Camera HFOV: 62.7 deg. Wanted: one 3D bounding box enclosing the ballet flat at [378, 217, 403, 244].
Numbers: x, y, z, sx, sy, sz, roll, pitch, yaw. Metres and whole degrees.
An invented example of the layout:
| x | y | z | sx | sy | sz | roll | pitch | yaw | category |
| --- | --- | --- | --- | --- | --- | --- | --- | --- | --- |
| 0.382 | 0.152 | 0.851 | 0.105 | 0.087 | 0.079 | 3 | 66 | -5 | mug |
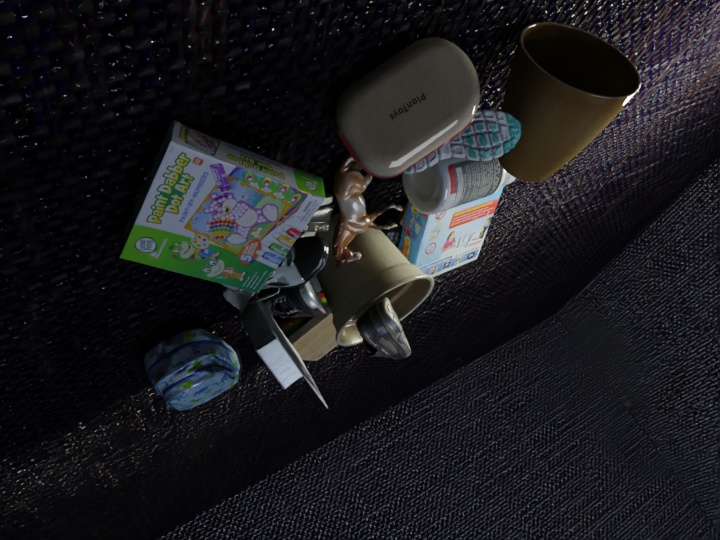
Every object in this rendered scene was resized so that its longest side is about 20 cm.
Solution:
| x | y | z | sx | sy | sz | roll | pitch | yaw | category |
| --- | --- | --- | --- | --- | --- | --- | --- | --- | --- |
| 0.011 | -0.022 | 1.176 | 0.200 | 0.057 | 0.067 | -44 | -163 | 22 | ballet flat |

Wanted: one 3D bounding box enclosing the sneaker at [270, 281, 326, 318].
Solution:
| x | y | z | sx | sy | sz | roll | pitch | yaw | category |
| --- | --- | --- | --- | --- | --- | --- | --- | --- | --- |
| -0.113 | 0.059 | 1.023 | 0.081 | 0.078 | 0.200 | -28 | 179 | -10 | sneaker |

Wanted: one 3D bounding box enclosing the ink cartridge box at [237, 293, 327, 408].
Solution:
| x | y | z | sx | sy | sz | roll | pitch | yaw | category |
| --- | --- | --- | --- | --- | --- | --- | --- | --- | --- |
| -0.142 | 0.142 | 1.031 | 0.043 | 0.200 | 0.175 | -33 | 119 | -7 | ink cartridge box |

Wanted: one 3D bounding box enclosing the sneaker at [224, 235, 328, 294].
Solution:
| x | y | z | sx | sy | sz | roll | pitch | yaw | category |
| --- | --- | --- | --- | --- | --- | --- | --- | --- | --- |
| -0.146 | -0.012 | 0.910 | 0.197 | 0.075 | 0.088 | -17 | 156 | 20 | sneaker |

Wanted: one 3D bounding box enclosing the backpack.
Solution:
| x | y | z | sx | sy | sz | roll | pitch | yaw | category |
| --- | --- | --- | --- | --- | --- | --- | --- | --- | --- |
| -0.310 | 0.181 | 1.085 | 0.161 | 0.155 | 0.201 | -23 | 145 | -8 | backpack |

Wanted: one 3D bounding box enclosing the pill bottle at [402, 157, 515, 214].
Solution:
| x | y | z | sx | sy | sz | roll | pitch | yaw | category |
| --- | --- | --- | --- | --- | --- | --- | --- | --- | --- |
| 0.180 | -0.175 | 1.031 | 0.198 | 0.115 | 0.114 | -19 | 155 | -32 | pill bottle |

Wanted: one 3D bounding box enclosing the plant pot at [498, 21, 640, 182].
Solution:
| x | y | z | sx | sy | sz | roll | pitch | yaw | category |
| --- | --- | --- | --- | --- | --- | --- | --- | --- | --- |
| 0.295 | -0.241 | 0.918 | 0.185 | 0.187 | 0.201 | -20 | 148 | -30 | plant pot |

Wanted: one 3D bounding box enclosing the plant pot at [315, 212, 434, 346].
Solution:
| x | y | z | sx | sy | sz | roll | pitch | yaw | category |
| --- | --- | --- | --- | --- | --- | --- | --- | --- | --- |
| 0.000 | 0.000 | 1.051 | 0.199 | 0.185 | 0.201 | -28 | 159 | -12 | plant pot |

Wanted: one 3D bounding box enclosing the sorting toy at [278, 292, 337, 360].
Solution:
| x | y | z | sx | sy | sz | roll | pitch | yaw | category |
| --- | --- | --- | --- | --- | --- | --- | --- | --- | --- |
| -0.085 | 0.116 | 1.337 | 0.199 | 0.070 | 0.198 | -38 | 158 | 13 | sorting toy |

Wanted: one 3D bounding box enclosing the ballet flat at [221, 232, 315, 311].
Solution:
| x | y | z | sx | sy | sz | roll | pitch | yaw | category |
| --- | --- | --- | --- | --- | --- | --- | --- | --- | --- |
| -0.143 | 0.000 | 1.002 | 0.199 | 0.070 | 0.069 | -36 | 159 | 6 | ballet flat |

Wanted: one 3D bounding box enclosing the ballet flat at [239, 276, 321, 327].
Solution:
| x | y | z | sx | sy | sz | roll | pitch | yaw | category |
| --- | --- | --- | --- | --- | --- | --- | --- | --- | --- |
| -0.147 | 0.045 | 1.141 | 0.199 | 0.046 | 0.068 | -35 | 126 | -11 | ballet flat |

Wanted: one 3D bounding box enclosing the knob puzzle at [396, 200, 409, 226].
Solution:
| x | y | z | sx | sy | sz | roll | pitch | yaw | category |
| --- | --- | --- | --- | --- | --- | --- | --- | --- | --- |
| 0.152 | -0.124 | 1.219 | 0.218 | 0.031 | 0.220 | -28 | 159 | -12 | knob puzzle |

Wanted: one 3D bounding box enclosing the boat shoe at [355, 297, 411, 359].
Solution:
| x | y | z | sx | sy | sz | roll | pitch | yaw | category |
| --- | --- | --- | --- | --- | --- | --- | --- | --- | --- |
| 0.034 | 0.106 | 0.993 | 0.072 | 0.075 | 0.201 | -23 | 150 | 2 | boat shoe |

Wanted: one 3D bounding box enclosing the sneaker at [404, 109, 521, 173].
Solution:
| x | y | z | sx | sy | sz | roll | pitch | yaw | category |
| --- | --- | --- | --- | --- | --- | --- | --- | --- | --- |
| 0.140 | -0.207 | 0.896 | 0.197 | 0.092 | 0.079 | -7 | 116 | 5 | sneaker |

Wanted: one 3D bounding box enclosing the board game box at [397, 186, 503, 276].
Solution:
| x | y | z | sx | sy | sz | roll | pitch | yaw | category |
| --- | --- | --- | --- | --- | --- | --- | --- | --- | --- |
| 0.171 | -0.084 | 1.163 | 0.198 | 0.056 | 0.198 | -20 | 139 | -32 | board game box |

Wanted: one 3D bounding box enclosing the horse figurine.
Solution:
| x | y | z | sx | sy | sz | roll | pitch | yaw | category |
| --- | --- | --- | --- | --- | --- | --- | --- | --- | --- |
| 0.003 | -0.115 | 0.933 | 0.131 | 0.050 | 0.203 | -19 | 124 | -21 | horse figurine |

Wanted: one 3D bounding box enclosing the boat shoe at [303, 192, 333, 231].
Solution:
| x | y | z | sx | sy | sz | roll | pitch | yaw | category |
| --- | --- | --- | --- | --- | --- | --- | --- | --- | --- |
| -0.120 | -0.072 | 0.861 | 0.200 | 0.073 | 0.064 | -15 | 116 | -44 | boat shoe |

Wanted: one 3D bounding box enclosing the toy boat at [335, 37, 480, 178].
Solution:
| x | y | z | sx | sy | sz | roll | pitch | yaw | category |
| --- | --- | --- | --- | --- | --- | --- | --- | --- | --- |
| 0.063 | -0.218 | 0.802 | 0.199 | 0.131 | 0.131 | -33 | -171 | 1 | toy boat |

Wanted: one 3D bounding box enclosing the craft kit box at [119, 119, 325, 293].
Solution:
| x | y | z | sx | sy | sz | roll | pitch | yaw | category |
| --- | --- | --- | --- | --- | --- | --- | --- | --- | --- |
| -0.175 | -0.067 | 0.743 | 0.195 | 0.049 | 0.200 | 18 | 131 | -27 | craft kit box |
